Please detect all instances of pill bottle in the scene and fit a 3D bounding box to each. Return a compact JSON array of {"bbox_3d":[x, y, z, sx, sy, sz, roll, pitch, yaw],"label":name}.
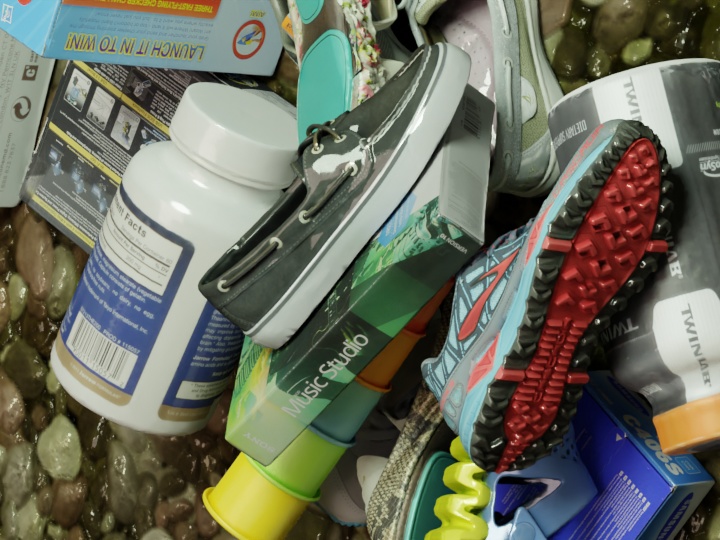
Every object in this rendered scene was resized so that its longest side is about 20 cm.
[{"bbox_3d":[0.173,-0.004,1.348,0.106,0.106,0.201,-22,76,39],"label":"pill bottle"},{"bbox_3d":[-0.106,-0.009,1.536,0.111,0.111,0.201,40,116,34],"label":"pill bottle"}]

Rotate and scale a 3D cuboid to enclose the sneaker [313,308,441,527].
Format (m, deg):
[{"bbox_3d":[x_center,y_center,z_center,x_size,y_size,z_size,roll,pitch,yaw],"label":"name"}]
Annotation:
[{"bbox_3d":[0.004,0.057,1.520,0.081,0.076,0.201,2,94,40],"label":"sneaker"}]

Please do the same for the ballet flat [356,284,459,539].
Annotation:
[{"bbox_3d":[0.040,0.097,1.467,0.075,0.068,0.201,16,79,35],"label":"ballet flat"}]

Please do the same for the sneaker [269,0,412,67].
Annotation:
[{"bbox_3d":[-0.004,-0.123,1.522,0.074,0.079,0.201,-45,64,33],"label":"sneaker"}]

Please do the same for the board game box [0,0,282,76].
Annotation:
[{"bbox_3d":[-0.107,-0.224,1.531,0.056,0.199,0.197,34,112,37],"label":"board game box"}]

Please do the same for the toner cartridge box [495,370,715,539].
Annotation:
[{"bbox_3d":[0.112,0.162,1.446,0.095,0.043,0.200,49,121,29],"label":"toner cartridge box"}]

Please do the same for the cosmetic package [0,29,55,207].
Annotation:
[{"bbox_3d":[-0.341,-0.153,1.762,0.200,0.165,0.166,28,108,37],"label":"cosmetic package"}]

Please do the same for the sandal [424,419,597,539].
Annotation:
[{"bbox_3d":[0.092,0.112,1.394,0.079,0.087,0.201,161,124,-84],"label":"sandal"}]

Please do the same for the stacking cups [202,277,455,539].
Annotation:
[{"bbox_3d":[-0.015,0.070,1.472,0.060,0.060,0.200,41,103,33],"label":"stacking cups"}]

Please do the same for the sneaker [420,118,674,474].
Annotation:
[{"bbox_3d":[0.086,0.001,1.306,0.096,0.079,0.201,45,115,45],"label":"sneaker"}]

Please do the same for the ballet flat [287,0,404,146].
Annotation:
[{"bbox_3d":[-0.005,-0.135,1.454,0.076,0.064,0.201,-26,67,57],"label":"ballet flat"}]

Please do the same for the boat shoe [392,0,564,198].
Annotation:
[{"bbox_3d":[0.063,-0.137,1.470,0.074,0.065,0.203,-29,72,38],"label":"boat shoe"}]

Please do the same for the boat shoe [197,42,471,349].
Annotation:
[{"bbox_3d":[-0.014,-0.047,1.374,0.200,0.056,0.069,-54,17,10],"label":"boat shoe"}]

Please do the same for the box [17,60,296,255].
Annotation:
[{"bbox_3d":[-0.129,-0.071,1.653,0.200,0.049,0.162,36,111,34],"label":"box"}]

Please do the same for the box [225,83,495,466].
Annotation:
[{"bbox_3d":[0.000,0.000,1.405,0.200,0.036,0.145,-48,18,30],"label":"box"}]
